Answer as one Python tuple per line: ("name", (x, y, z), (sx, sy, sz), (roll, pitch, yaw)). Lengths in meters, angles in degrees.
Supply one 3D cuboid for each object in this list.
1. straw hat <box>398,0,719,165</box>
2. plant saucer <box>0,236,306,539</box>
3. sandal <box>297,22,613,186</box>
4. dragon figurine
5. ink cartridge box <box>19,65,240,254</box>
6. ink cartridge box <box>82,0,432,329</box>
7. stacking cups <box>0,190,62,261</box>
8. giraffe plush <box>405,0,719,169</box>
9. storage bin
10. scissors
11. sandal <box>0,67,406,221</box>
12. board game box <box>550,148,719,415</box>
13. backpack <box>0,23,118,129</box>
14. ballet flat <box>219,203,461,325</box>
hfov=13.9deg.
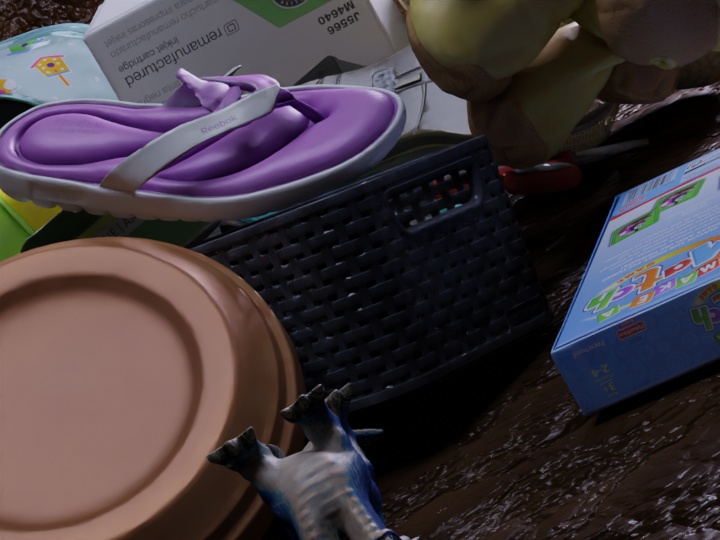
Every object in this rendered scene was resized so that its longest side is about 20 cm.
("straw hat", (0.095, -0.093, 1.563), (0.201, 0.200, 0.086), (-8, 65, 59))
("plant saucer", (-0.122, 0.063, 1.231), (0.199, 0.038, 0.201), (-8, 52, 10))
("sandal", (0.037, -0.074, 1.495), (0.199, 0.054, 0.081), (-16, 53, 17))
("dragon figurine", (-0.005, 0.099, 1.117), (0.059, 0.100, 0.200), (-30, -7, 0))
("ink cartridge box", (-0.121, -0.010, 1.447), (0.145, 0.048, 0.200), (-42, 1, -26))
("ink cartridge box", (-0.034, -0.080, 1.575), (0.145, 0.201, 0.084), (-27, 15, 10))
("stacking cups", (-0.216, 0.016, 1.516), (0.200, 0.061, 0.060), (-46, 14, -3))
("giraffe plush", (0.137, -0.136, 1.343), (0.200, 0.173, 0.162), (-45, 34, -13))
("storage bin", (-0.029, 0.020, 1.353), (0.199, 0.094, 0.135), (-18, 3, 39))
("scissors", (0.092, -0.054, 1.481), (0.073, 0.014, 0.200), (-6, 7, 19))
("sandal", (-0.080, -0.062, 1.310), (0.201, 0.050, 0.083), (-4, 41, 21))
("board game box", (0.167, -0.017, 1.248), (0.151, 0.037, 0.200), (-25, 12, 20))
("backpack", (-0.180, -0.049, 1.674), (0.199, 0.176, 0.153), (-12, 25, 42))
("ballet flat", (0.000, 0.000, 1.467), (0.199, 0.073, 0.073), (1, 31, 47))
